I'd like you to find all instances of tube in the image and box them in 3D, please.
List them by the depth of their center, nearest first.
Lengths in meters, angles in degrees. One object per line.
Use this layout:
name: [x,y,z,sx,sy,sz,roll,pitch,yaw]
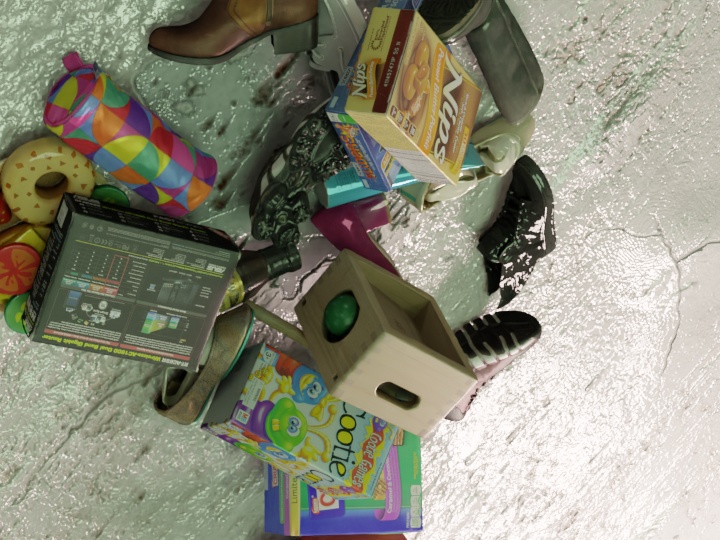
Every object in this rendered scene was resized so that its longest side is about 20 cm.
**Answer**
tube: [0.043,-0.126,1.605,0.198,0.078,0.051,-18,151,-14]

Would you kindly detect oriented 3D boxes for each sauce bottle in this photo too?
sauce bottle: [-0.164,0.014,1.577,0.198,0.066,0.067,-25,128,-14]

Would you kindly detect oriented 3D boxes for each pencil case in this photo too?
pencil case: [-0.240,-0.138,1.431,0.088,0.088,0.200,-46,130,4]

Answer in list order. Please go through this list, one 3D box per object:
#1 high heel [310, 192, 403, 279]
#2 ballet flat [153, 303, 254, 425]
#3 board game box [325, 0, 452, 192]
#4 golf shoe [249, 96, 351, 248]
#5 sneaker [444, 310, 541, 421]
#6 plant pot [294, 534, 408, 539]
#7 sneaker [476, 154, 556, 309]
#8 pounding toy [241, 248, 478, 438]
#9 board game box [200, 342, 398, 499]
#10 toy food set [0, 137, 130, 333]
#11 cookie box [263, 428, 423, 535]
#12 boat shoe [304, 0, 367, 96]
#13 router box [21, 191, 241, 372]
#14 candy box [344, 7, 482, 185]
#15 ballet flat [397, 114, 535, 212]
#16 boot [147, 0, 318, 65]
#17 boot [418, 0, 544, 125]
high heel: [0.000,0.000,1.657,0.095,0.068,0.202,-19,128,-11]
ballet flat: [-0.190,0.110,1.598,0.067,0.069,0.201,17,126,-22]
board game box: [0.035,-0.207,1.486,0.202,0.034,0.136,-65,149,-26]
golf shoe: [-0.067,-0.127,1.524,0.077,0.095,0.201,31,102,-32]
sneaker: [0.155,0.135,1.828,0.198,0.076,0.116,-22,132,-2]
plant pot: [-0.017,0.424,1.840,0.176,0.200,0.202,-33,130,-19]
sneaker: [0.194,-0.048,1.733,0.103,0.060,0.201,-31,138,-11]
pounding toy: [-0.004,0.082,1.584,0.199,0.185,0.142,28,112,-36]
board game box: [-0.070,0.182,1.616,0.199,0.105,0.104,30,68,-19]
toy food set: [-0.342,-0.035,1.459,0.199,0.049,0.199,-39,129,-3]
cookie box: [-0.021,0.249,1.738,0.198,0.075,0.174,4,80,-31]
boat shoe: [-0.027,-0.243,1.499,0.068,0.072,0.201,-30,137,-9]
router box: [-0.245,0.015,1.460,0.198,0.062,0.151,14,108,-30]
candy box: [0.060,-0.180,1.444,0.200,0.055,0.117,35,68,-59]
ballet flat: [0.140,-0.128,1.655,0.198,0.070,0.070,-27,128,-12]
boot: [-0.134,-0.317,1.391,0.185,0.069,0.203,-6,115,-5]
boot: [0.142,-0.247,1.548,0.183,0.072,0.201,-56,142,-35]
